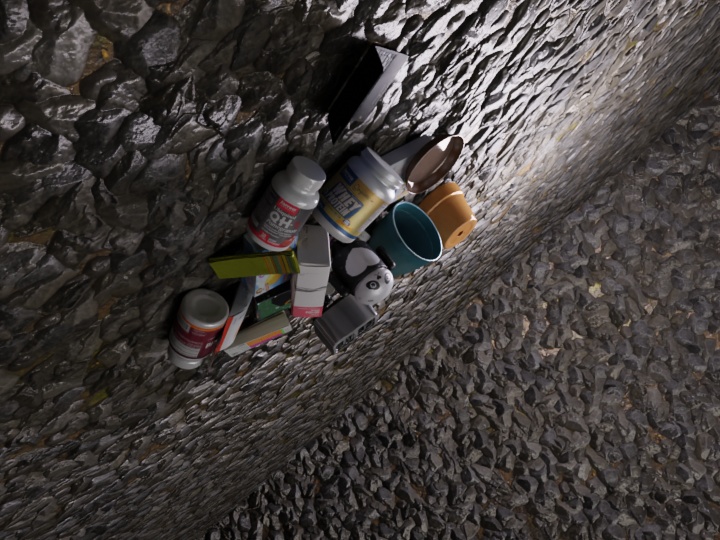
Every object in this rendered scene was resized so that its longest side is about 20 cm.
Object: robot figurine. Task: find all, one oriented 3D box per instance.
[{"bbox_3d":[0.001,-0.001,1.735,0.150,0.200,0.125,-46,156,17],"label":"robot figurine"}]

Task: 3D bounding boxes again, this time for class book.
[{"bbox_3d":[-0.301,0.194,1.886,0.200,0.048,0.134,-24,165,-8],"label":"book"}]

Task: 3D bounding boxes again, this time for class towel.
[{"bbox_3d":[-0.243,-0.009,1.483,0.200,0.018,0.086,-5,146,6],"label":"towel"}]

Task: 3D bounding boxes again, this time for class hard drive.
[{"bbox_3d":[-0.207,0.068,1.807,0.200,0.038,0.140,-24,160,-16],"label":"hard drive"}]

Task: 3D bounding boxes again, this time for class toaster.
[{"bbox_3d":[-0.048,0.153,1.997,0.181,0.119,0.200,-36,165,-13],"label":"toaster"}]

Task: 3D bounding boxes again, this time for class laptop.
[{"bbox_3d":[0.023,-0.348,1.289,0.200,0.103,0.177,-10,145,-54],"label":"laptop"}]

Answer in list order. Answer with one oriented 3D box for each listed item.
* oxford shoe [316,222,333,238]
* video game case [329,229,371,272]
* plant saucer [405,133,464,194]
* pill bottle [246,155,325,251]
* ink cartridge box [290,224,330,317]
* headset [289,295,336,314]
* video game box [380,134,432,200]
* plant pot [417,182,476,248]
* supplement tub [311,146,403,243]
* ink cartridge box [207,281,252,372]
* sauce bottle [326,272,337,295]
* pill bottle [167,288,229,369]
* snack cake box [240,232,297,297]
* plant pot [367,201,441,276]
[{"bbox_3d":[-0.027,-0.155,1.665,0.200,0.073,0.084,-36,166,28],"label":"oxford shoe"},{"bbox_3d":[-0.075,-0.064,1.813,0.200,0.036,0.181,-41,159,4],"label":"video game case"},{"bbox_3d":[0.188,-0.286,1.687,0.200,0.034,0.200,-36,160,-16],"label":"plant saucer"},{"bbox_3d":[-0.158,-0.146,1.387,0.111,0.111,0.200,-13,147,-51],"label":"pill bottle"},{"bbox_3d":[-0.131,0.002,1.639,0.083,0.147,0.200,3,138,-11],"label":"ink cartridge box"},{"bbox_3d":[-0.134,0.086,2.013,0.200,0.094,0.124,-10,153,-26],"label":"headset"},{"bbox_3d":[0.094,-0.251,1.701,0.200,0.047,0.182,-30,155,-25],"label":"video game box"},{"bbox_3d":[0.280,-0.166,2.073,0.200,0.140,0.200,-34,158,-15],"label":"plant pot"},{"bbox_3d":[-0.010,-0.179,1.526,0.200,0.145,0.145,-45,159,14],"label":"supplement tub"},{"bbox_3d":[-0.328,0.149,1.634,0.050,0.200,0.162,19,133,-13],"label":"ink cartridge box"},{"bbox_3d":[-0.072,0.036,1.915,0.066,0.066,0.200,-46,175,16],"label":"sauce bottle"},{"bbox_3d":[-0.403,0.148,1.570,0.114,0.114,0.200,-20,152,-43],"label":"pill bottle"},{"bbox_3d":[-0.226,-0.031,1.573,0.115,0.067,0.200,-30,158,-27],"label":"snack cake box"},{"bbox_3d":[0.107,-0.073,1.918,0.188,0.200,0.200,-35,166,37],"label":"plant pot"}]
